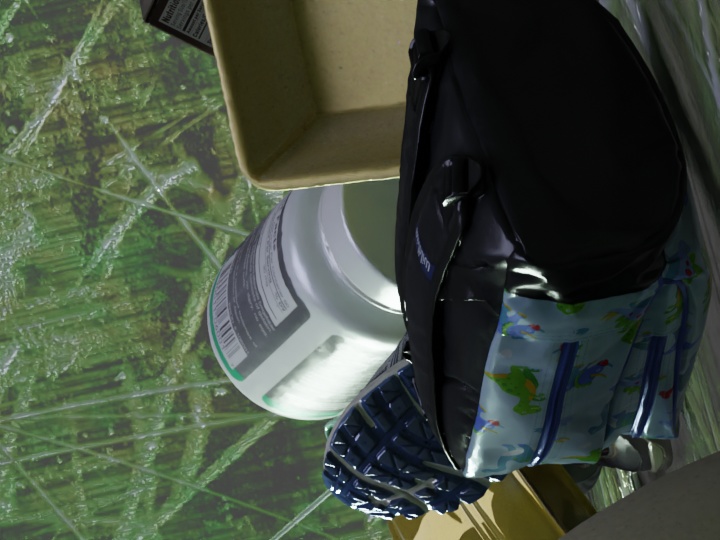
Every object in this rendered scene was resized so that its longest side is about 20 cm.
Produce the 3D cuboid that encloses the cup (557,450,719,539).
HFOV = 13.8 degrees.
[{"bbox_3d":[0.106,0.177,1.118,0.200,0.143,0.201,166,90,-88],"label":"cup"}]

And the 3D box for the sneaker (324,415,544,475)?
[{"bbox_3d":[0.036,0.056,1.690,0.074,0.118,0.201,95,170,-46],"label":"sneaker"}]

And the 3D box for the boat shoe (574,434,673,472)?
[{"bbox_3d":[0.103,0.067,1.428,0.200,0.073,0.075,109,148,-86],"label":"boat shoe"}]

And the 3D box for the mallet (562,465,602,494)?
[{"bbox_3d":[0.105,0.033,1.716,0.066,0.041,0.200,106,155,-83],"label":"mallet"}]

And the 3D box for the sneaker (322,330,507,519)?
[{"bbox_3d":[0.058,0.033,1.374,0.077,0.200,0.085,38,-160,-15],"label":"sneaker"}]

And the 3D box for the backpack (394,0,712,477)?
[{"bbox_3d":[0.073,-0.002,1.189,0.200,0.153,0.163,111,151,-44],"label":"backpack"}]

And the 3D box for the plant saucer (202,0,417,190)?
[{"bbox_3d":[0.019,-0.145,1.370,0.048,0.200,0.200,-31,-68,-56],"label":"plant saucer"}]

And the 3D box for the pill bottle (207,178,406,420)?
[{"bbox_3d":[0.000,0.000,1.566,0.200,0.113,0.113,138,121,-62],"label":"pill bottle"}]

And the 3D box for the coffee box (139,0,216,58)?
[{"bbox_3d":[-0.023,-0.141,1.737,0.080,0.200,0.113,-62,9,9],"label":"coffee box"}]

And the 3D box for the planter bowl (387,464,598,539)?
[{"bbox_3d":[0.072,0.139,1.522,0.201,0.083,0.200,51,-174,-8],"label":"planter bowl"}]
